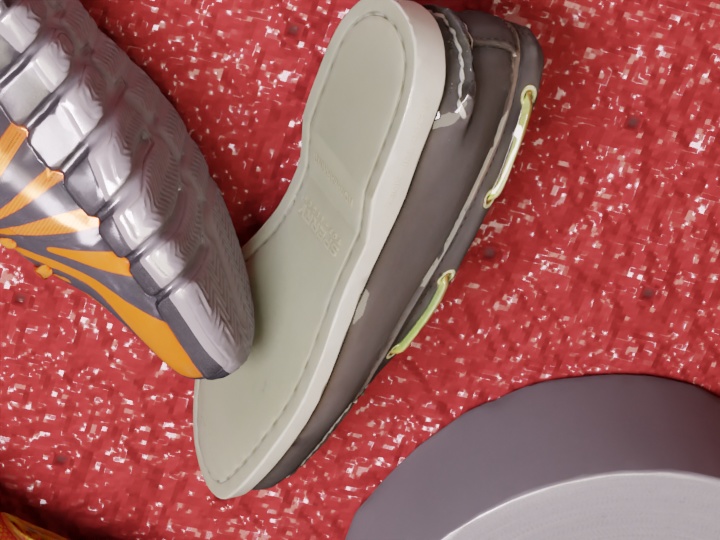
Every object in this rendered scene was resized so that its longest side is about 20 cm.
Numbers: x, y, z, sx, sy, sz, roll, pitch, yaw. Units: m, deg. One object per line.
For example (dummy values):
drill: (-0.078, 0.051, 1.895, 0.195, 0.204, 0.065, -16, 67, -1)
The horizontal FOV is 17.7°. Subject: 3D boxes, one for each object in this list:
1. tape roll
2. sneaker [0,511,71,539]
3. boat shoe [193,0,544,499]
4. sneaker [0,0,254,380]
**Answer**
tape roll: (0.089, 0.140, 0.872, 0.199, 0.066, 0.202, -3, 120, -5)
sneaker: (-0.108, 0.123, 0.852, 0.077, 0.073, 0.200, -46, 120, -5)
boat shoe: (0.000, 0.000, 0.778, 0.060, 0.072, 0.202, 1, 131, -33)
sneaker: (-0.124, -0.033, 0.750, 0.112, 0.078, 0.201, -30, 105, 17)
